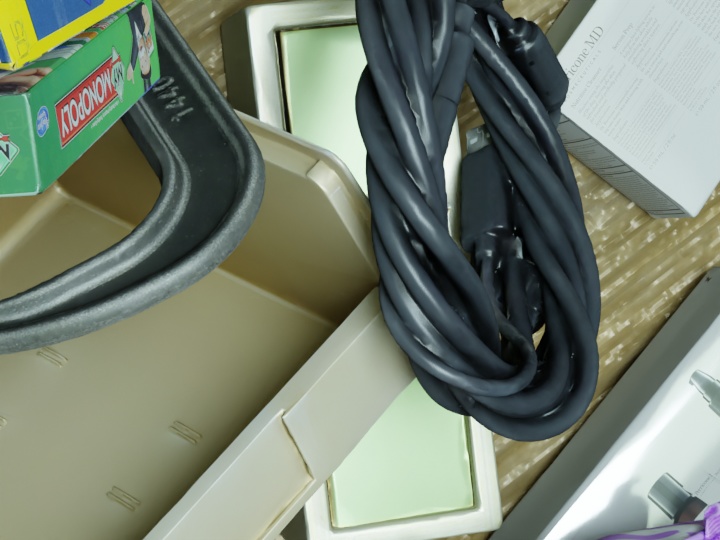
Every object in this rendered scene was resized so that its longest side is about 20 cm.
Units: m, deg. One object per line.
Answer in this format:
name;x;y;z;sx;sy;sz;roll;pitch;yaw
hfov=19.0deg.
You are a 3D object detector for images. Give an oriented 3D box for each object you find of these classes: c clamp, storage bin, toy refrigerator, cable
c clamp;-0.124;-0.030;0.677;0.170;0.200;0.027;-30;133;-13
storage bin;-0.116;0.035;0.692;0.200;0.198;0.094;-47;138;-22
toy refrigerator;0.000;0.000;0.806;0.076;0.070;0.201;-7;92;-12
cable;0.039;-0.040;0.697;0.051;0.200;0.164;-9;127;16

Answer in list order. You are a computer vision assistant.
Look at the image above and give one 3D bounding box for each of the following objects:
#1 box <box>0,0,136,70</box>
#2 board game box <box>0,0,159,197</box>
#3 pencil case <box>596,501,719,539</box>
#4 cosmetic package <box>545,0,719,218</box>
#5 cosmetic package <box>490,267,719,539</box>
box;-0.148;-0.107;0.627;0.064;0.199;0.070;-36;122;-36
board game box;-0.169;-0.046;0.618;0.199;0.135;0.029;-4;107;10
pencil case;0.125;0.180;0.751;0.085;0.084;0.201;-21;89;18
cosmetic package;0.147;-0.125;0.846;0.082;0.051;0.200;37;83;-12
cosmetic package;0.111;0.101;0.834;0.082;0.051;0.200;41;83;-8
